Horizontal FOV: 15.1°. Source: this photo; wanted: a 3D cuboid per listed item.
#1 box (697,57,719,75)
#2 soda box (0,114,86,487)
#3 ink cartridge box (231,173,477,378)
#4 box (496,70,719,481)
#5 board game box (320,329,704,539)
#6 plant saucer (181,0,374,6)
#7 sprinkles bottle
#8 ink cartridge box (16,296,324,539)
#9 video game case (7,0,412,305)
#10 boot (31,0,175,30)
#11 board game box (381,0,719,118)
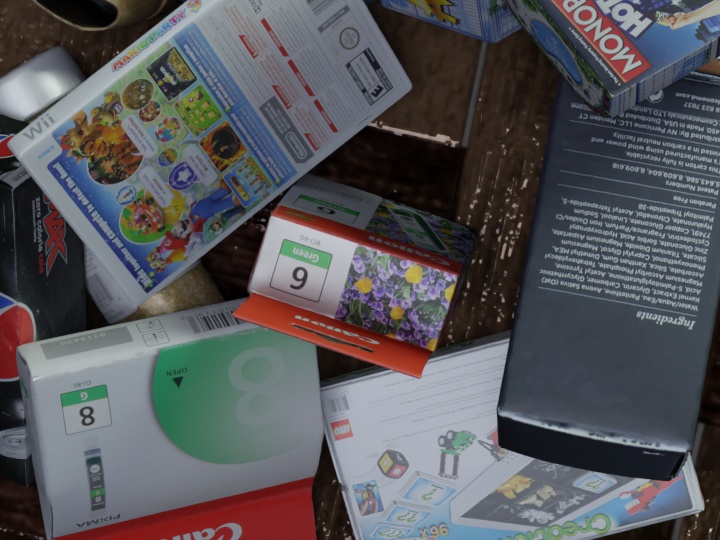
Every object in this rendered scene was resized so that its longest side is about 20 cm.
[{"bbox_3d":[0.230,-0.144,1.505,0.200,0.039,0.137,26,102,2],"label":"box"},{"bbox_3d":[-0.198,0.018,1.525,0.063,0.071,0.200,17,125,23],"label":"soda box"},{"bbox_3d":[0.000,0.000,1.474,0.109,0.200,0.050,18,102,3],"label":"ink cartridge box"},{"bbox_3d":[0.140,0.003,1.458,0.104,0.148,0.200,11,79,5],"label":"box"},{"bbox_3d":[0.086,0.101,1.566,0.200,0.035,0.126,-15,97,9],"label":"board game box"},{"bbox_3d":[-0.049,-0.234,1.529,0.200,0.027,0.200,1,99,6],"label":"plant saucer"},{"bbox_3d":[-0.145,-0.029,1.554,0.068,0.068,0.200,-32,95,11],"label":"sprinkles bottle"},{"bbox_3d":[-0.100,0.120,1.531,0.161,0.050,0.200,-12,115,-13],"label":"ink cartridge box"},{"bbox_3d":[-0.078,-0.085,1.473,0.200,0.018,0.143,-39,138,-4],"label":"video game case"},{"bbox_3d":[-0.192,-0.209,1.518,0.200,0.075,0.074,41,124,7],"label":"boot"},{"bbox_3d":[0.118,-0.166,1.404,0.200,0.062,0.200,-30,60,-8],"label":"board game box"}]
